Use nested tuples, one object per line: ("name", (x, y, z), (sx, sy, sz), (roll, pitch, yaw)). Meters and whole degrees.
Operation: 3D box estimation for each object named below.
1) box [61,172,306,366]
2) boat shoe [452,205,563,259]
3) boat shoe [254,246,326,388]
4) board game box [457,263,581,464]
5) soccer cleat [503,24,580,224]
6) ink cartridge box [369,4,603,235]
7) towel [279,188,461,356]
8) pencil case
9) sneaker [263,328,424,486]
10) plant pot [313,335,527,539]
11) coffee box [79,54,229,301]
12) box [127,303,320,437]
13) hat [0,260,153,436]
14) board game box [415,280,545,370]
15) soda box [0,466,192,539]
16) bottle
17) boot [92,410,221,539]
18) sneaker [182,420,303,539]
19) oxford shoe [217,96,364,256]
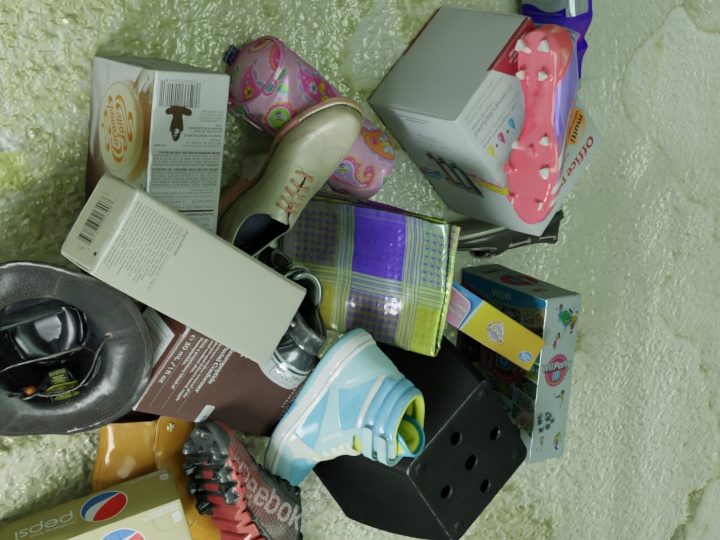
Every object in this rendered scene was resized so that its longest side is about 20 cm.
("box", (-0.146, 0.001, 1.002), (0.200, 0.068, 0.083), (35, 83, -40))
("boat shoe", (0.174, -0.039, 1.410), (0.199, 0.067, 0.058), (-18, 110, -39))
("boat shoe", (-0.064, 0.031, 1.135), (0.072, 0.201, 0.071), (35, 110, -32))
("board game box", (0.182, 0.108, 1.411), (0.064, 0.147, 0.202), (-7, 108, -36))
("soccer cleat", (0.192, -0.147, 1.201), (0.076, 0.066, 0.202), (-14, 110, -40))
("ink cartridge box", (0.141, -0.162, 1.291), (0.146, 0.144, 0.200), (-54, 131, -13))
("towel", (0.000, 0.000, 1.199), (0.023, 0.199, 0.145), (-14, 115, -60))
("pencil case", (-0.050, -0.149, 1.177), (0.200, 0.087, 0.088), (35, 80, -41))
("sneaker", (-0.011, 0.172, 1.186), (0.079, 0.130, 0.201), (-18, 144, -58))
("plant pot", (0.063, 0.183, 1.314), (0.200, 0.177, 0.200), (-45, 127, -18))
("coffee box", (-0.187, -0.084, 1.061), (0.079, 0.114, 0.202), (-4, 107, -39))
("box", (-0.139, 0.094, 1.154), (0.199, 0.075, 0.100), (20, 110, -51))
("hat", (-0.277, 0.052, 1.036), (0.199, 0.081, 0.202), (-8, 130, -9))
("board game box", (0.092, 0.032, 1.304), (0.199, 0.153, 0.041), (31, 90, -42))
("soda box", (-0.260, 0.257, 1.099), (0.198, 0.064, 0.068), (-18, 116, -13))
("bottle", (0.225, -0.305, 1.358), (0.065, 0.083, 0.202), (-24, 119, -33))
("boot", (-0.173, 0.201, 1.192), (0.200, 0.071, 0.145), (0, 104, -36))
("sneaker", (-0.110, 0.223, 1.171), (0.098, 0.070, 0.202), (-40, 121, -41))
("oxford shoe", (-0.063, -0.080, 1.128), (0.070, 0.074, 0.200), (26, 121, -32))
